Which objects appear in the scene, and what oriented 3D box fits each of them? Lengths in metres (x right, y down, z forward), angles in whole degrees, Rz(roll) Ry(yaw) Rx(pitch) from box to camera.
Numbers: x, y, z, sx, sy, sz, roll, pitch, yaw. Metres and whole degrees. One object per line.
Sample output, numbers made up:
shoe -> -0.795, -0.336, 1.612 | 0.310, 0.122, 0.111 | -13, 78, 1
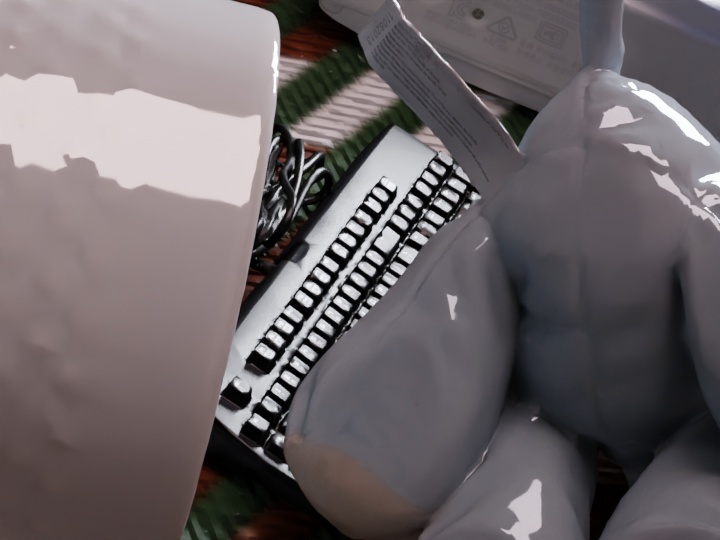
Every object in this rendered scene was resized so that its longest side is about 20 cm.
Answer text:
mug -> -0.123, -0.011, 0.726 | 0.175, 0.148, 0.200 | 12, 2, -8
hippo plush -> 0.069, 0.027, 0.819 | 0.200, 0.159, 0.161 | 62, 10, 14
keyboard -> 0.000, 0.000, 0.878 | 0.104, 0.040, 0.200 | 28, 30, 3
photo printer -> 0.074, -0.133, 1.104 | 0.166, 0.070, 0.200 | 22, 31, -5
